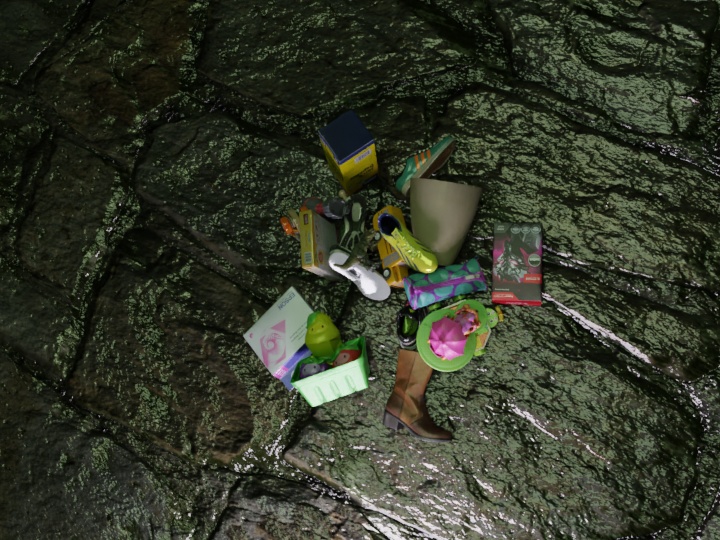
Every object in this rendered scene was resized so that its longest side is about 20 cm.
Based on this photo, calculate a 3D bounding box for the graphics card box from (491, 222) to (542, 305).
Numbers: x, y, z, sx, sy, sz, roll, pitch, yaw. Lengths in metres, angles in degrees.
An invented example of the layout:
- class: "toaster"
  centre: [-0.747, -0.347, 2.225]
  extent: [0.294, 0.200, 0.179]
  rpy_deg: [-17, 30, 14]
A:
- class: "graphics card box"
  centre: [0.392, -0.018, 1.507]
  extent: [0.123, 0.051, 0.204]
  rpy_deg: [2, 79, 15]

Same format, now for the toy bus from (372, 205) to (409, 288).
- class: "toy bus"
  centre: [0.089, -0.060, 1.568]
  extent: [0.078, 0.064, 0.203]
  rpy_deg: [-31, 61, 35]

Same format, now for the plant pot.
- class: "plant pot"
  centre: [0.202, -0.119, 1.524]
  extent: [0.184, 0.187, 0.204]
  rpy_deg: [10, 96, 16]

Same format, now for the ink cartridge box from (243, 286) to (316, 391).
- class: "ink cartridge box"
  centre: [-0.189, 0.182, 1.627]
  extent: [0.196, 0.043, 0.200]
  rpy_deg: [-45, 70, 2]

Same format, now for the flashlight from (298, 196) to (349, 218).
- class: "flashlight"
  centre: [-0.102, -0.166, 1.597]
  extent: [0.067, 0.199, 0.069]
  rpy_deg: [-36, 107, -17]

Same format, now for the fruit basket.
- class: "fruit basket"
  centre: [-0.084, 0.211, 1.531]
  extent: [0.211, 0.156, 0.220]
  rpy_deg: [1, 106, 3]

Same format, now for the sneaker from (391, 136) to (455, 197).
- class: "sneaker"
  centre: [0.165, -0.293, 1.612]
  extent: [0.200, 0.071, 0.080]
  rpy_deg: [-45, 67, -2]

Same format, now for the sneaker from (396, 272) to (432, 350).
- class: "sneaker"
  centre: [0.137, 0.100, 1.531]
  extent: [0.072, 0.087, 0.204]
  rpy_deg: [13, 82, 17]

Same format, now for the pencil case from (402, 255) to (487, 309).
- class: "pencil case"
  centre: [0.206, 0.031, 1.478]
  extent: [0.196, 0.092, 0.087]
  rpy_deg: [-15, 88, -5]

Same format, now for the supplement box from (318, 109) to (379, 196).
- class: "supplement box"
  centre: [-0.027, -0.305, 1.590]
  extent: [0.109, 0.200, 0.110]
  rpy_deg: [-33, 72, -5]

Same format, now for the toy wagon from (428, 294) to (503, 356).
- class: "toy wagon"
  centre: [0.263, 0.138, 1.503]
  extent: [0.197, 0.040, 0.158]
  rpy_deg: [-21, 83, 4]

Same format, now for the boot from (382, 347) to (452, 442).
- class: "boot"
  centre: [0.160, 0.308, 1.495]
  extent: [0.185, 0.068, 0.204]
  rpy_deg: [15, 87, 30]

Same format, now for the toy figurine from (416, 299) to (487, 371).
- class: "toy figurine"
  centre: [0.223, 0.141, 1.392]
  extent: [0.199, 0.184, 0.151]
  rpy_deg: [-41, 81, -2]

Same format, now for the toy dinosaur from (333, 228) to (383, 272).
- class: "toy dinosaur"
  centre: [0.007, -0.033, 1.513]
  extent: [0.087, 0.200, 0.048]
  rpy_deg: [33, 129, 5]

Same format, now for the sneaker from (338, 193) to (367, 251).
- class: "sneaker"
  centre: [-0.029, -0.105, 1.617]
  extent: [0.075, 0.088, 0.204]
  rpy_deg: [7, 99, -21]

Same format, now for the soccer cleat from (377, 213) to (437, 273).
- class: "soccer cleat"
  centre: [0.108, -0.067, 1.466]
  extent: [0.065, 0.084, 0.200]
  rpy_deg: [-44, 59, 2]

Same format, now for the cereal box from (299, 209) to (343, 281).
- class: "cereal box"
  centre: [-0.100, -0.060, 1.567]
  extent: [0.039, 0.200, 0.147]
  rpy_deg: [-9, 76, 17]

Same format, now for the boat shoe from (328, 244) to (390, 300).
- class: "boat shoe"
  centre: [0.000, 0.000, 1.571]
  extent: [0.199, 0.064, 0.071]
  rpy_deg: [39, 112, -21]

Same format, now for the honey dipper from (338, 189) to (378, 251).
- class: "honey dipper"
  centre: [-0.007, -0.142, 1.646]
  extent: [0.038, 0.038, 0.202]
  rpy_deg: [-33, 71, 6]

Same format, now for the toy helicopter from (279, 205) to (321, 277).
- class: "toy helicopter"
  centre: [-0.149, -0.074, 1.639]
  extent: [0.078, 0.132, 0.203]
  rpy_deg: [-28, 97, -11]
